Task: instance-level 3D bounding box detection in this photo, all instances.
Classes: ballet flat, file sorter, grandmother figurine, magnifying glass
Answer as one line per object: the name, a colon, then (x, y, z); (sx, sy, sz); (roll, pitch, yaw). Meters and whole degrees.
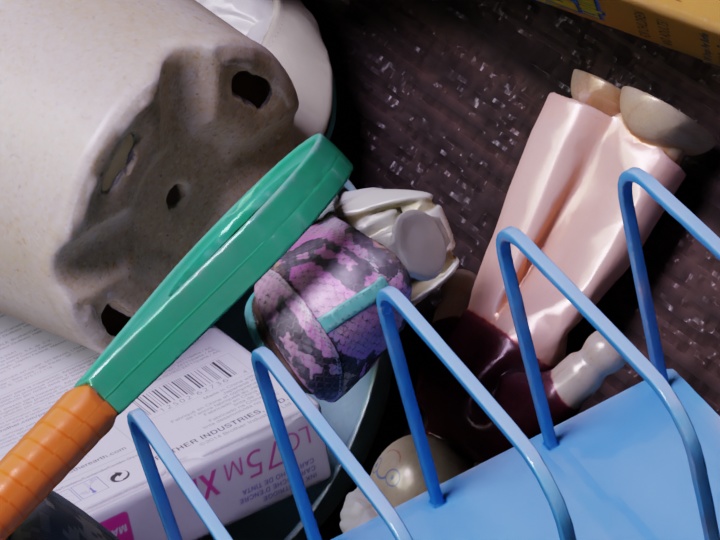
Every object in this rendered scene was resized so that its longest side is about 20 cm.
ballet flat: (-0.059, -0.110, 1.232); (0.070, 0.069, 0.200); (-48, 29, 19)
file sorter: (0.042, 0.075, 0.922); (0.199, 0.123, 0.139); (-26, 38, -12)
grandmother figurine: (0.054, 0.025, 1.064); (0.201, 0.060, 0.121); (-61, 17, -1)
magnifying glass: (-0.074, 0.028, 0.948); (0.200, 0.022, 0.080); (-49, 9, -20)
ballet flat: (0.000, 0.000, 1.042); (0.071, 0.069, 0.200); (-28, 7, 5)

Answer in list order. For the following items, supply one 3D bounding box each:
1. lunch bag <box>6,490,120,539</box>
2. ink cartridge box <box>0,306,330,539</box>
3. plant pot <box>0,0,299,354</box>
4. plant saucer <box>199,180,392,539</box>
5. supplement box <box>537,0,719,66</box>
lunch bag: (-0.142, 0.191, 0.970); (0.167, 0.139, 0.201); (-26, 46, 18)
ink cartridge box: (-0.112, 0.052, 1.141); (0.200, 0.119, 0.042); (35, 141, 50)
plant pot: (-0.131, -0.062, 1.140); (0.183, 0.200, 0.201); (28, 91, 33)
plant saucer: (-0.050, 0.050, 1.185); (0.200, 0.036, 0.201); (-26, 51, 38)
supplement box: (0.095, -0.119, 1.004); (0.199, 0.067, 0.069); (23, 86, 12)
